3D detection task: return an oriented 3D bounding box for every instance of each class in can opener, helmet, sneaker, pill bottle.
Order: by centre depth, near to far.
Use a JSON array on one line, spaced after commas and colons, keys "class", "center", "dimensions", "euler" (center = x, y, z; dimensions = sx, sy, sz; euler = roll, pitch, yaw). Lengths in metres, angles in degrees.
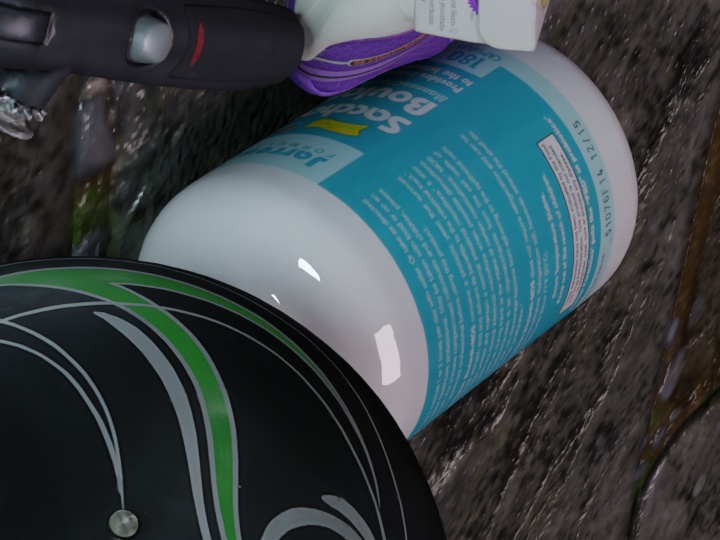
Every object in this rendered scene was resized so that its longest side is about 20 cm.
[{"class": "helmet", "center": [-0.076, 0.089, 0.796], "dimensions": [0.199, 0.191, 0.200], "euler": [-22, 142, -18]}, {"class": "can opener", "center": [-0.067, -0.073, 0.809], "dimensions": [0.200, 0.063, 0.079], "euler": [9, 108, -64]}, {"class": "pill bottle", "center": [0.000, 0.000, 0.960], "dimensions": [0.200, 0.111, 0.111], "euler": [-35, 145, -45]}, {"class": "sneaker", "center": [0.033, -0.123, 0.966], "dimensions": [0.200, 0.081, 0.083], "euler": [-36, 169, -42]}]

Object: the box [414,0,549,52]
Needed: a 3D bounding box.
[{"class": "box", "center": [0.057, -0.151, 0.909], "dimensions": [0.042, 0.039, 0.200], "euler": [91, 13, -46]}]
